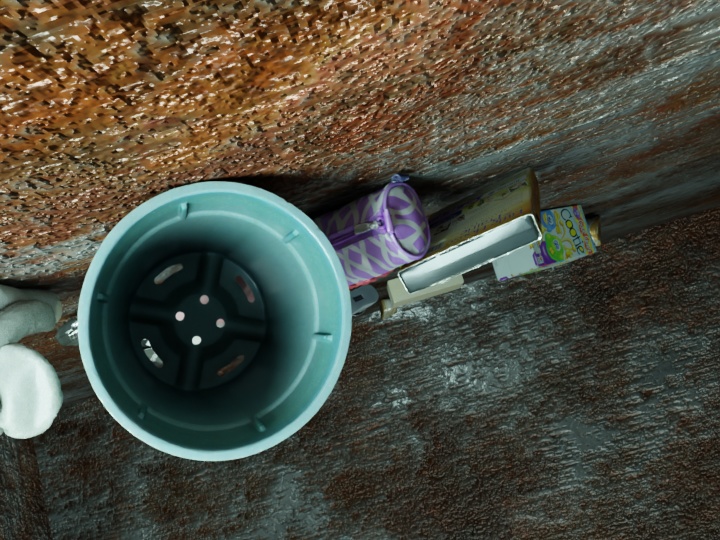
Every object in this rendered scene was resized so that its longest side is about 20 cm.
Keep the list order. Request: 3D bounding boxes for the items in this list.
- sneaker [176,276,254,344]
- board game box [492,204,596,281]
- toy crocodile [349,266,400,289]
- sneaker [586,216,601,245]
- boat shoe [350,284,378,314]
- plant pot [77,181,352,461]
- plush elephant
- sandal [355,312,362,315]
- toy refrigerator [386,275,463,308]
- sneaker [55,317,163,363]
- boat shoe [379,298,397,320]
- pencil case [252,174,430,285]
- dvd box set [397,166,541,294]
[{"bbox_3d":[-0.142,0.037,0.703,0.197,0.106,0.075,-18,171,2],"label":"sneaker"},{"bbox_3d":[0.357,-0.057,1.109,0.198,0.107,0.103,-12,171,-37],"label":"board game box"},{"bbox_3d":[0.000,0.000,0.902,0.198,0.063,0.067,-21,171,31],"label":"toy crocodile"},{"bbox_3d":[0.576,-0.103,1.449,0.086,0.077,0.199,-2,176,27],"label":"sneaker"},{"bbox_3d":[-0.045,0.090,1.390,0.201,0.075,0.086,-18,159,-49],"label":"boat shoe"},{"bbox_3d":[-0.134,0.043,0.499,0.197,0.204,0.196,-13,180,-23],"label":"plant pot"},{"bbox_3d":[-0.342,0.095,0.474,0.162,0.158,0.200,-13,172,-22],"label":"plush elephant"},{"bbox_3d":[-0.020,0.098,1.574,0.078,0.060,0.207,-15,172,-11],"label":"sandal"},{"bbox_3d":[0.174,0.036,1.527,0.197,0.071,0.076,-17,166,-3],"label":"toy refrigerator"},{"bbox_3d":[-0.299,0.086,0.759,0.197,0.092,0.066,-12,171,-30],"label":"sneaker"},{"bbox_3d":[0.111,0.148,2.169,0.068,0.075,0.200,-10,171,-3],"label":"boat shoe"},{"bbox_3d":[-0.020,-0.024,0.590,0.198,0.085,0.085,-22,-179,38],"label":"pencil case"},{"bbox_3d":[0.127,-0.051,0.619,0.145,0.030,0.200,-25,-167,24],"label":"dvd box set"}]
